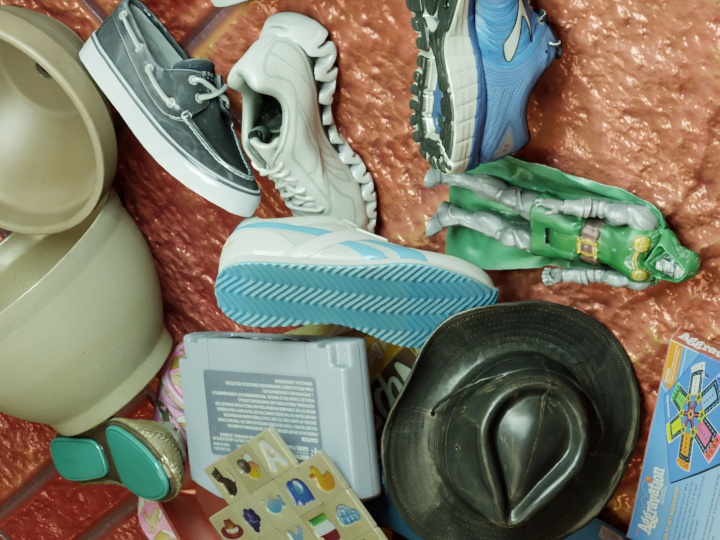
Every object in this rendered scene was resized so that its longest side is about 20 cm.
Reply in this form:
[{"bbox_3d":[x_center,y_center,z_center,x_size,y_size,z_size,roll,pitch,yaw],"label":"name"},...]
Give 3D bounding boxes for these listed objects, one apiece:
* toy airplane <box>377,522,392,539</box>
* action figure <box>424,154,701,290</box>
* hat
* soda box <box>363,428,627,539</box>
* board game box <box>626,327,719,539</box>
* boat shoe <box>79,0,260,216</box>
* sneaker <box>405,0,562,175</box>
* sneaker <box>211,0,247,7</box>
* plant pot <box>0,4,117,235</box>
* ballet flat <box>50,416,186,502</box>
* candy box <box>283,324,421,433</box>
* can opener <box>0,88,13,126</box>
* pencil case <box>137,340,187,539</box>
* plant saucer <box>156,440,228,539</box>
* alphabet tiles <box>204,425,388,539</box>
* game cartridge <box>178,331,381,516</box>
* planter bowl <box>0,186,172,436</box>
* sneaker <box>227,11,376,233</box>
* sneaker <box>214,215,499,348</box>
[{"bbox_3d":[0.021,0.277,1.806,0.200,0.141,0.200,-157,60,-62],"label":"toy airplane"},{"bbox_3d":[0.139,-0.028,1.540,0.199,0.055,0.118,15,131,26],"label":"action figure"},{"bbox_3d":[0.113,0.125,1.577,0.201,0.200,0.081,64,179,-19],"label":"hat"},{"bbox_3d":[0.095,0.185,1.680,0.200,0.064,0.068,32,147,-15],"label":"soda box"},{"bbox_3d":[0.252,0.138,1.602,0.103,0.019,0.200,24,134,20],"label":"board game box"},{"bbox_3d":[-0.127,-0.122,1.640,0.068,0.072,0.200,-51,57,18],"label":"boat shoe"},{"bbox_3d":[0.082,-0.166,1.468,0.079,0.089,0.201,32,126,55],"label":"sneaker"},{"bbox_3d":[-0.052,-0.235,1.514,0.200,0.073,0.085,-11,117,45],"label":"sneaker"},{"bbox_3d":[-0.262,-0.133,1.741,0.200,0.093,0.201,18,134,19],"label":"plant pot"},{"bbox_3d":[-0.179,0.140,1.798,0.200,0.065,0.071,5,114,56],"label":"ballet flat"},{"bbox_3d":[0.017,0.086,1.722,0.200,0.055,0.116,-21,107,46],"label":"candy box"},{"bbox_3d":[-0.346,-0.197,1.813,0.200,0.053,0.067,61,168,-17],"label":"can opener"},{"bbox_3d":[-0.136,0.146,1.875,0.086,0.083,0.200,20,133,8],"label":"pencil case"},{"bbox_3d":[-0.067,0.196,1.753,0.200,0.037,0.200,58,135,23],"label":"plant saucer"},{"bbox_3d":[-0.032,0.210,1.649,0.200,0.006,0.166,54,141,0],"label":"alphabet tiles"},{"bbox_3d":[-0.060,0.114,1.674,0.200,0.041,0.134,1,103,49],"label":"game cartridge"},{"bbox_3d":[-0.234,0.044,1.800,0.200,0.200,0.135,-19,117,46],"label":"planter bowl"},{"bbox_3d":[-0.046,-0.082,1.626,0.075,0.081,0.200,4,125,35],"label":"sneaker"},{"bbox_3d":[0.000,0.000,1.599,0.199,0.081,0.077,9,126,-3],"label":"sneaker"}]
